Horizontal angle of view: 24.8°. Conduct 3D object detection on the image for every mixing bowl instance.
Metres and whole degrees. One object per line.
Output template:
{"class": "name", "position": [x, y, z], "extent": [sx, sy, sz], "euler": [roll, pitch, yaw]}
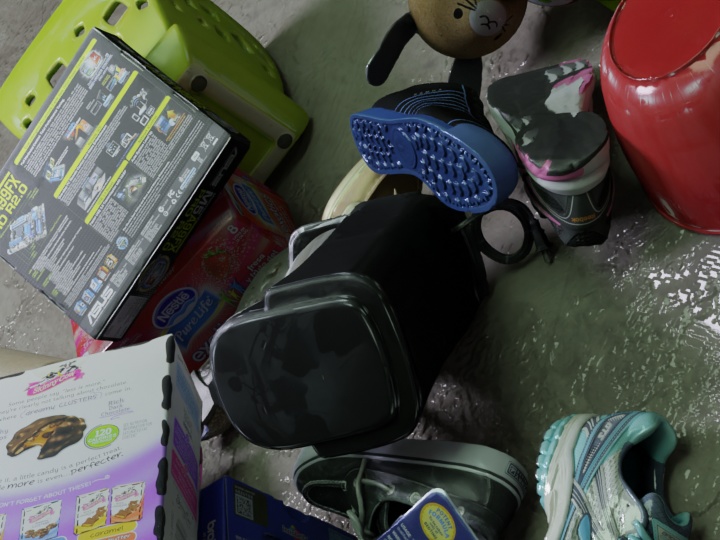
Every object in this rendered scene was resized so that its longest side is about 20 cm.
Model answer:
{"class": "mixing bowl", "position": [0.227, -0.135, 1.048], "extent": [0.199, 0.108, 0.202], "euler": [-30, 45, 34]}

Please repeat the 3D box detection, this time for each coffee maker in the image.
{"class": "coffee maker", "position": [0.012, 0.022, 1.097], "extent": [0.192, 0.135, 0.200], "euler": [-39, 6, 22]}

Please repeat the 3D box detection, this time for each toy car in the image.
{"class": "toy car", "position": [0.092, -0.204, 1.222], "extent": [0.201, 0.163, 0.158], "euler": [-55, 35, 17]}

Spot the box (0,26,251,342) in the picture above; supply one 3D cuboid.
{"class": "box", "position": [-0.206, -0.069, 1.330], "extent": [0.160, 0.044, 0.201], "euler": [37, 98, 19]}

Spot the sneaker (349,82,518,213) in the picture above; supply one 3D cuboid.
{"class": "sneaker", "position": [0.066, -0.096, 1.155], "extent": [0.077, 0.071, 0.200], "euler": [-28, 26, -18]}

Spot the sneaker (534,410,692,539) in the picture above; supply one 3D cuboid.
{"class": "sneaker", "position": [0.145, 0.167, 0.949], "extent": [0.086, 0.077, 0.202], "euler": [-20, 50, 36]}

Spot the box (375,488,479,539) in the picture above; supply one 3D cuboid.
{"class": "box", "position": [0.019, 0.241, 1.033], "extent": [0.200, 0.032, 0.122], "euler": [-43, 70, 21]}

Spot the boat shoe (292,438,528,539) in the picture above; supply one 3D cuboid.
{"class": "boat shoe", "position": [0.022, 0.158, 1.103], "extent": [0.198, 0.074, 0.068], "euler": [0, 49, 40]}

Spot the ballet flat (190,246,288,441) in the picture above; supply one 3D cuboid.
{"class": "ballet flat", "position": [-0.079, 0.058, 1.326], "extent": [0.201, 0.046, 0.067], "euler": [-53, 48, 1]}

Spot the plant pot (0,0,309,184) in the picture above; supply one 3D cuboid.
{"class": "plant pot", "position": [-0.178, -0.138, 1.460], "extent": [0.200, 0.198, 0.182], "euler": [-50, 42, 9]}

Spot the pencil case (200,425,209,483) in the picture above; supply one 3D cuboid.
{"class": "pencil case", "position": [-0.217, 0.151, 1.283], "extent": [0.088, 0.198, 0.089], "euler": [8, -90, -87]}

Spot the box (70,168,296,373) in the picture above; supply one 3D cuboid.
{"class": "box", "position": [-0.149, 0.013, 1.392], "extent": [0.200, 0.095, 0.100], "euler": [-44, 38, 18]}

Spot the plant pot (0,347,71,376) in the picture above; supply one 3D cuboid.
{"class": "plant pot", "position": [-0.314, 0.146, 1.431], "extent": [0.182, 0.200, 0.202], "euler": [-2, 62, 37]}

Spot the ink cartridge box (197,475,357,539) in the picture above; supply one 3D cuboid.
{"class": "ink cartridge box", "position": [-0.091, 0.219, 1.135], "extent": [0.199, 0.136, 0.077], "euler": [-33, 44, 30]}

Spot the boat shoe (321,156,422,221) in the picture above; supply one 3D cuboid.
{"class": "boat shoe", "position": [0.000, 0.000, 1.253], "extent": [0.063, 0.073, 0.202], "euler": [34, 102, 52]}

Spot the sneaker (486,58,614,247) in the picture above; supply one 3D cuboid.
{"class": "sneaker", "position": [0.135, -0.079, 1.143], "extent": [0.079, 0.087, 0.201], "euler": [-10, 27, 9]}

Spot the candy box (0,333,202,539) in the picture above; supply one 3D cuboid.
{"class": "candy box", "position": [-0.193, 0.149, 1.075], "extent": [0.166, 0.072, 0.201], "euler": [-14, 39, 8]}
